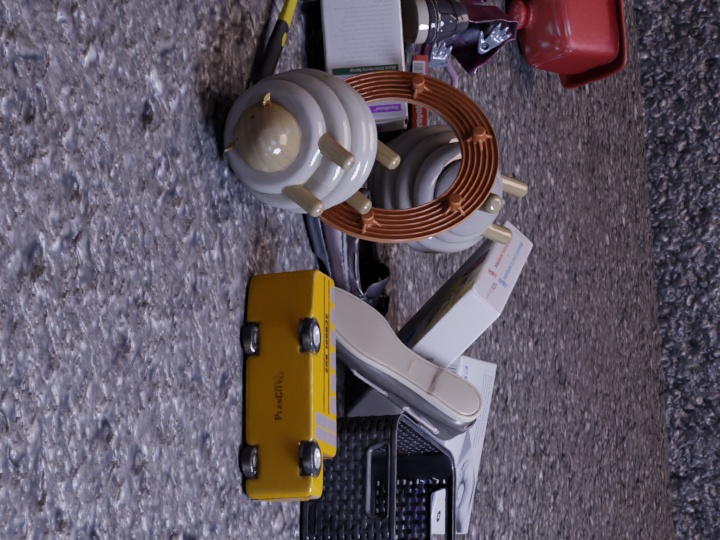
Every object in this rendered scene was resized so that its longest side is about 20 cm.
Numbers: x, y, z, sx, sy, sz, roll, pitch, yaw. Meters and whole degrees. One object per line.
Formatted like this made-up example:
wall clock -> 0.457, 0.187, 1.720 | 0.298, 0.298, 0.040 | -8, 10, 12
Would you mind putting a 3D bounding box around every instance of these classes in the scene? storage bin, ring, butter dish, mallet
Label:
storage bin -> 0.021, 0.224, 1.774 | 0.200, 0.094, 0.135 | 42, 46, -63
ring -> 0.030, -0.112, 1.723 | 0.019, 0.200, 0.201 | 93, 4, -56
butter dish -> 0.280, -0.367, 2.644 | 0.200, 0.148, 0.200 | 170, -85, -67
mallet -> -0.068, -0.227, 1.722 | 0.066, 0.041, 0.200 | 64, 32, -52

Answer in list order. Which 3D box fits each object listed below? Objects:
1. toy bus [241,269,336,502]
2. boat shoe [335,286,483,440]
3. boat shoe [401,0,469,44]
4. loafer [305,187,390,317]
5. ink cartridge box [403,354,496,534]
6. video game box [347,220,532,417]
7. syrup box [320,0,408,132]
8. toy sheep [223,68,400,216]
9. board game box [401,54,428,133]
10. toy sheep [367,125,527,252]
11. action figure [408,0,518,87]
toy bus -> -0.060, 0.101, 1.606 | 0.078, 0.065, 0.200 | 37, 50, -68
boat shoe -> 0.023, 0.094, 1.759 | 0.057, 0.200, 0.067 | -54, 180, 43
boat shoe -> 0.065, -0.283, 1.976 | 0.200, 0.063, 0.073 | -123, -150, -67
loafer -> 0.000, 0.000, 1.812 | 0.072, 0.063, 0.200 | -72, 151, -48
ink cartridge box -> 0.108, 0.194, 2.053 | 0.200, 0.041, 0.200 | 17, 82, -70
video game box -> 0.083, 0.058, 1.867 | 0.047, 0.200, 0.182 | 42, 28, -2
syrup box -> 0.002, -0.239, 1.828 | 0.079, 0.081, 0.200 | 54, 33, -87
toy sheep -> -0.045, -0.110, 1.600 | 0.200, 0.138, 0.138 | 1, 84, -66
board game box -> 0.057, -0.145, 1.983 | 0.200, 0.019, 0.103 | 96, -4, -72
toy sheep -> 0.081, -0.078, 1.805 | 0.138, 0.200, 0.138 | -3, 96, -31
action figure -> 0.109, -0.302, 2.158 | 0.149, 0.134, 0.200 | -65, -152, 29
